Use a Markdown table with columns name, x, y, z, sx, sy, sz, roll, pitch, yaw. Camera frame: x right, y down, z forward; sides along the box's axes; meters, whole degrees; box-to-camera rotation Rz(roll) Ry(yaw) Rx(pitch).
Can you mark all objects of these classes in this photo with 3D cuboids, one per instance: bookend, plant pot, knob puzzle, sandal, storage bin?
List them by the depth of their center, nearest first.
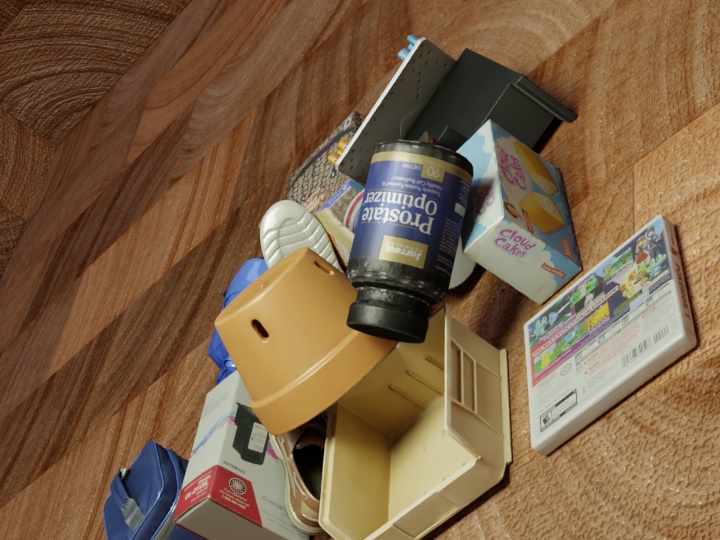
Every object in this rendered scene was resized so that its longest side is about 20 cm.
| name | x | y | z | sx | sy | sz | roll | pitch | yaw |
| --- | --- | --- | --- | --- | --- | --- | --- | --- | --- |
| storage bin | 0.057 | 0.177 | 1.529 | 0.200 | 0.094 | 0.199 | -41 | 26 | 31 |
| plant pot | -0.069 | 0.068 | 1.629 | 0.200 | 0.140 | 0.200 | -38 | 8 | 7 |
| sandal | -0.056 | 0.010 | 1.756 | 0.082 | 0.203 | 0.050 | -32 | 0 | -3 |
| knob puzzle | 0.000 | 0.000 | 1.763 | 0.030 | 0.220 | 0.220 | -32 | 20 | -11 |
| bookend | 0.143 | -0.159 | 1.811 | 0.199 | 0.092 | 0.200 | -56 | 24 | 5 |

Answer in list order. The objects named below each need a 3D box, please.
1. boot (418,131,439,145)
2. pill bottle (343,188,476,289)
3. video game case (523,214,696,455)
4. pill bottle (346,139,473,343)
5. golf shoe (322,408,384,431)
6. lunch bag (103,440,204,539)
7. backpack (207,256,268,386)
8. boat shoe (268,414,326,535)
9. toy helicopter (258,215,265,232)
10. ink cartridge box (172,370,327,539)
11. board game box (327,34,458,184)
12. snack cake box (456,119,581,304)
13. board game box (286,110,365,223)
| name | x | y | z | sx | sy | sz | roll | pitch | yaw |
| --- | --- | --- | --- | --- | --- | --- | --- | --- | --- |
| boot | 0.091 | -0.102 | 1.702 | 0.200 | 0.075 | 0.074 | -97 | 31 | -64 |
| pill bottle | 0.064 | -0.039 | 1.773 | 0.120 | 0.120 | 0.200 | -57 | 22 | -1 |
| video game case | 0.238 | 0.062 | 1.413 | 0.200 | 0.023 | 0.182 | -43 | 26 | 31 |
| pill bottle | 0.048 | -0.029 | 1.532 | 0.112 | 0.112 | 0.200 | -7 | 68 | 61 |
| golf shoe | -0.011 | 0.165 | 1.742 | 0.200 | 0.078 | 0.097 | -85 | 17 | -56 |
| lunch bag | -0.270 | 0.321 | 1.946 | 0.136 | 0.132 | 0.200 | -54 | 23 | 4 |
| backpack | -0.103 | 0.084 | 1.849 | 0.200 | 0.162 | 0.168 | 124 | 160 | -61 |
| boat shoe | -0.059 | 0.209 | 1.693 | 0.072 | 0.076 | 0.200 | 115 | 147 | -47 |
| toy helicopter | -0.066 | -0.019 | 1.904 | 0.132 | 0.200 | 0.079 | 16 | 74 | 49 |
| ink cartridge box | -0.127 | 0.239 | 1.746 | 0.083 | 0.146 | 0.200 | -40 | 27 | 39 |
| board game box | 0.065 | -0.196 | 1.902 | 0.026 | 0.200 | 0.200 | 38 | 99 | 31 |
| snack cake box | 0.170 | -0.068 | 1.602 | 0.067 | 0.115 | 0.200 | -44 | 26 | 27 |
| board game box | -0.024 | -0.101 | 2.065 | 0.159 | 0.097 | 0.200 | -43 | 25 | 29 |
